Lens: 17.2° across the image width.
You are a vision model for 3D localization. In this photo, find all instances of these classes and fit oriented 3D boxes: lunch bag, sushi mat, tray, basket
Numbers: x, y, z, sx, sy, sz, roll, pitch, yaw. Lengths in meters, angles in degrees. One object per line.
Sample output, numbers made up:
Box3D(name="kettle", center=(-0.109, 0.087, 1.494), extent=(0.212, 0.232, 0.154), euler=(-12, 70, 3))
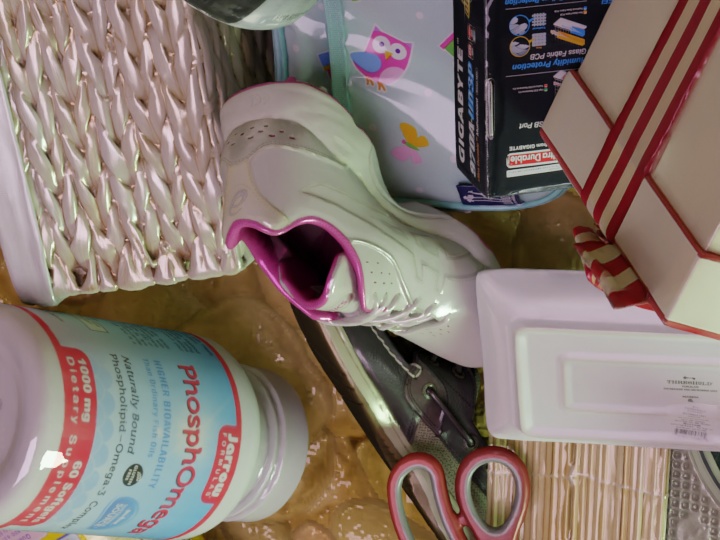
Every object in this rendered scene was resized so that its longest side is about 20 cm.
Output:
Box3D(name="lunch bag", center=(0.031, -0.122, 1.130), extent=(0.159, 0.077, 0.201), euler=(2, 114, 17))
Box3D(name="sushi mat", center=(0.108, 0.105, 1.186), extent=(0.095, 0.012, 0.201), euler=(9, 108, 24))
Box3D(name="tray", center=(0.154, 0.050, 1.113), extent=(0.199, 0.022, 0.108), euler=(2, 130, 11))
Box3D(name="basket", center=(-0.112, -0.098, 1.158), extent=(0.123, 0.136, 0.201), euler=(-3, 113, 15))

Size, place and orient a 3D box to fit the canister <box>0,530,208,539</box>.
Box3D(name="canister", center=(-0.172, 0.142, 1.313), extent=(0.148, 0.087, 0.200), euler=(-30, 100, 28))

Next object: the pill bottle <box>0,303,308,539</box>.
Box3D(name="pill bottle", center=(-0.122, 0.080, 1.199), extent=(0.108, 0.199, 0.109), euler=(-8, 77, 41))

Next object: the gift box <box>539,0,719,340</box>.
Box3D(name="gift box", center=(0.188, -0.052, 0.963), extent=(0.184, 0.200, 0.187), euler=(16, 116, -19))

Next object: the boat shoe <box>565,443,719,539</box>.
Box3D(name="boat shoe", center=(0.163, 0.100, 1.200), extent=(0.075, 0.062, 0.200), euler=(-39, 86, 31))

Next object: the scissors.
Box3D(name="scissors", center=(0.073, 0.180, 1.201), extent=(0.073, 0.014, 0.201), euler=(-18, 100, 5))

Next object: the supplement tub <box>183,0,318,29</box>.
Box3D(name="supplement tub", center=(-0.015, -0.208, 0.999), extent=(0.122, 0.123, 0.200), euler=(43, 118, -4))

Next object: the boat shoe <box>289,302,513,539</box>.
Box3D(name="boat shoe", center=(0.032, 0.069, 1.226), extent=(0.066, 0.072, 0.201), euler=(-34, 108, -6))

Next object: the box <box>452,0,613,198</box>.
Box3D(name="box", center=(0.142, -0.124, 1.058), extent=(0.199, 0.046, 0.160), euler=(-8, 114, -13))

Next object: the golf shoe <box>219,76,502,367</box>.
Box3D(name="golf shoe", center=(0.000, 0.000, 1.110), extent=(0.075, 0.092, 0.200), euler=(-23, 131, 35))
